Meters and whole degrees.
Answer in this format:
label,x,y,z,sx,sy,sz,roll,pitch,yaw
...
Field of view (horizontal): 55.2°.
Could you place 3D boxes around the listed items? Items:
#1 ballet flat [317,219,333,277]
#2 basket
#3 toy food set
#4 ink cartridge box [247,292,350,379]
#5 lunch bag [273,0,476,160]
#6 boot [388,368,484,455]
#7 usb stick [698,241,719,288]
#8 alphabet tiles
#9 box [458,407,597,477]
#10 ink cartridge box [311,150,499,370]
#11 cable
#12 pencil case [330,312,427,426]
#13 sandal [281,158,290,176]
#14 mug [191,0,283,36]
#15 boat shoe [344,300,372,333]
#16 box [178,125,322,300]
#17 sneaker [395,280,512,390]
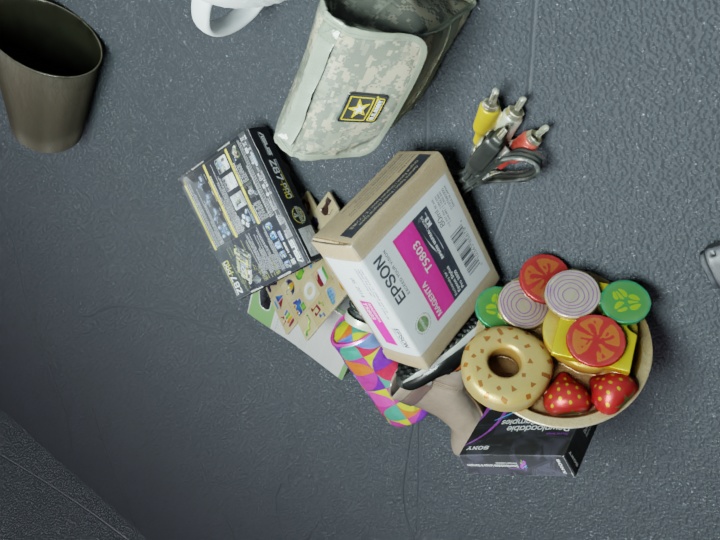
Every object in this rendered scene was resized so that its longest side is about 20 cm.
label,x,y,z,sx,sy,sz,roll,pitch,yaw
ballet flat,0.000,0.000,0.966,0.200,0.068,0.068,42,140,3
basket,-0.495,-0.292,1.080,0.180,0.136,0.200,36,142,1
toy food set,0.220,0.076,0.766,0.199,0.199,0.049,11,154,22
ink cartridge box,-0.082,0.071,1.108,0.200,0.048,0.146,35,138,12
lunch bag,0.005,-0.207,0.691,0.117,0.200,0.164,40,138,5
boot,0.112,0.182,0.982,0.145,0.070,0.201,9,119,-12
usb stick,0.419,-0.026,0.633,0.200,0.033,0.056,-22,106,47
alphabet tiles,-0.075,-0.007,0.980,0.200,0.006,0.167,-50,55,34
box,0.219,0.162,0.822,0.143,0.200,0.036,-16,114,45
ink cartridge box,0.061,-0.012,0.805,0.075,0.165,0.200,11,142,48
cable,0.141,-0.120,0.789,0.097,0.050,0.200,37,152,-3
pencil case,0.036,0.144,1.016,0.088,0.089,0.200,-4,133,41
sandal,-0.157,-0.097,1.030,0.082,0.055,0.200,44,125,11
mug,-0.116,-0.327,0.706,0.148,0.175,0.200,41,139,4
boat shoe,0.082,0.054,0.913,0.198,0.075,0.066,13,108,-8
box,-0.155,-0.076,0.972,0.161,0.049,0.201,-26,90,34
sneaker,0.141,0.103,0.862,0.090,0.200,0.070,54,178,-17
